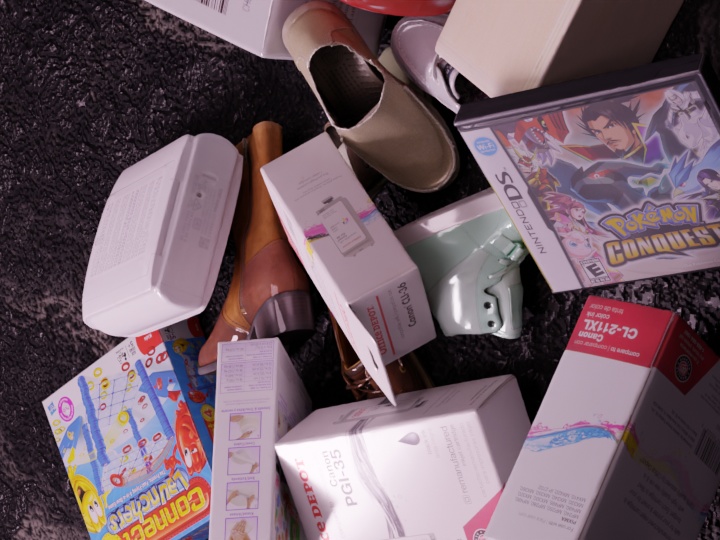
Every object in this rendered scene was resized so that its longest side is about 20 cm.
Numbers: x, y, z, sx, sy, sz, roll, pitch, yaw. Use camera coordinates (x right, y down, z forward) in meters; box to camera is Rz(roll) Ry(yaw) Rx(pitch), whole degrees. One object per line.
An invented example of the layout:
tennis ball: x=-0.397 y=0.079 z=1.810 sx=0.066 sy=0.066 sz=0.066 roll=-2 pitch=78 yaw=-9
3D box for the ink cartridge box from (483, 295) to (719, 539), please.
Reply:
ink cartridge box: x=0.190 y=0.142 z=1.485 sx=0.083 sy=0.146 sz=0.200 roll=13 pitch=70 yaw=41

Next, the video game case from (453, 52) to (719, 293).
video game case: x=0.194 y=-0.066 z=1.503 sx=0.200 sy=0.026 sz=0.181 roll=-9 pitch=129 yaw=33

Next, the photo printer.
photo printer: x=-0.188 y=-0.026 z=1.873 sx=0.200 sy=0.069 sz=0.167 roll=-21 pitch=52 yaw=59

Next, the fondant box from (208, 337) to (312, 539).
fondant box: x=-0.084 y=0.177 z=1.754 sx=0.058 sy=0.144 sz=0.200 roll=-5 pitch=63 yaw=9

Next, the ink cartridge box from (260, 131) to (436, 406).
ink cartridge box: x=0.000 y=0.000 z=1.666 sx=0.067 sy=0.117 sz=0.200 roll=-28 pitch=58 yaw=-6

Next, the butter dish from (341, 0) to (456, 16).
butter dish: x=0.044 y=-0.268 z=1.593 sx=0.148 sy=0.200 sz=0.200 roll=49 pitch=124 yaw=35

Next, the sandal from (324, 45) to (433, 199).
sandal: x=-0.003 y=-0.105 z=1.756 sx=0.080 sy=0.057 sz=0.201 roll=52 pitch=125 yaw=26

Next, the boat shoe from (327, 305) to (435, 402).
boat shoe: x=0.013 y=0.089 z=1.752 sx=0.072 sy=0.067 sz=0.201 roll=-24 pitch=78 yaw=41

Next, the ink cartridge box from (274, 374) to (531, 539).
ink cartridge box: x=0.048 y=0.180 z=1.676 sx=0.200 sy=0.083 sz=0.147 roll=-13 pitch=102 yaw=32

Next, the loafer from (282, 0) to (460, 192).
loafer: x=0.008 y=-0.130 z=1.670 sx=0.076 sy=0.200 sz=0.068 roll=-38 pitch=24 yaw=17

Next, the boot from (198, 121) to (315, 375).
boot: x=-0.111 y=-0.014 z=1.858 sx=0.188 sy=0.068 sz=0.200 roll=137 pitch=126 yaw=-61

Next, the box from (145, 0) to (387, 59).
box: x=-0.072 y=-0.299 z=1.743 sx=0.199 sy=0.131 sz=0.200 roll=29 pitch=113 yaw=43

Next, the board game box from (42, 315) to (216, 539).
board game box: x=-0.202 y=0.172 z=1.967 sx=0.200 sy=0.056 sz=0.196 roll=-35 pitch=70 yaw=39

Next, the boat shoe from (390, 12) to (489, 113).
boat shoe: x=0.090 y=-0.151 z=1.635 sx=0.200 sy=0.068 sz=0.072 roll=45 pitch=104 yaw=29

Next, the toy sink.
toy sink: x=0.165 y=-0.226 z=1.541 sx=0.112 sy=0.130 sz=0.200 roll=43 pitch=122 yaw=32

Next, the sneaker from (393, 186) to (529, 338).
sneaker: x=0.132 y=-0.013 z=1.640 sx=0.200 sy=0.074 sz=0.118 roll=-22 pitch=94 yaw=33
